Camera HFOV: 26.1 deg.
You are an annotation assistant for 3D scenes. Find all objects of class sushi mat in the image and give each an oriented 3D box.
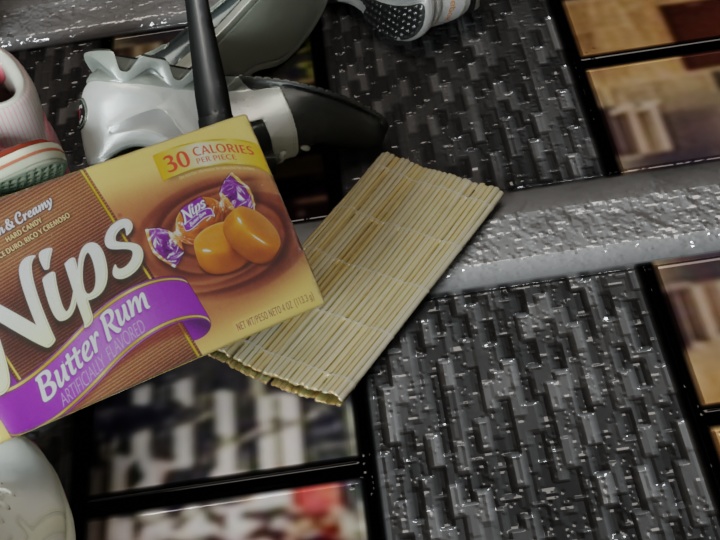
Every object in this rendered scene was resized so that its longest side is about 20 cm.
[{"bbox_3d":[0.000,0.000,0.930,0.096,0.012,0.200,18,48,26],"label":"sushi mat"}]

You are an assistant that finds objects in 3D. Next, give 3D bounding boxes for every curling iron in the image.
[{"bbox_3d":[-0.080,-0.084,0.941,0.026,0.050,0.200,1,70,-39],"label":"curling iron"}]

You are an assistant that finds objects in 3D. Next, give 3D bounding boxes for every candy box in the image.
[{"bbox_3d":[-0.132,0.003,0.827,0.200,0.117,0.056,-22,0,-31],"label":"candy box"}]

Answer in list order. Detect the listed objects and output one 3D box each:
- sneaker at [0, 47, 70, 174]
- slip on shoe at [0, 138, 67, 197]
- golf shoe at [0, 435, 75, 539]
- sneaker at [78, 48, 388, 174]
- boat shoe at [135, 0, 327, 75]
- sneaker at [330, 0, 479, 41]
[{"bbox_3d":[-0.274,-0.116,1.041,0.200,0.105,0.075,28,55,35],"label":"sneaker"},{"bbox_3d":[-0.273,-0.059,0.949,0.200,0.061,0.074,-8,-3,19],"label":"slip on shoe"},{"bbox_3d":[-0.185,0.142,0.749,0.075,0.092,0.200,-7,40,3],"label":"golf shoe"},{"bbox_3d":[-0.082,-0.082,1.000,0.199,0.074,0.089,7,84,-11],"label":"sneaker"},{"bbox_3d":[-0.098,-0.166,1.088,0.062,0.073,0.200,27,58,29],"label":"boat shoe"},{"bbox_3d":[0.011,-0.230,1.153,0.080,0.074,0.200,-19,45,-33],"label":"sneaker"}]
